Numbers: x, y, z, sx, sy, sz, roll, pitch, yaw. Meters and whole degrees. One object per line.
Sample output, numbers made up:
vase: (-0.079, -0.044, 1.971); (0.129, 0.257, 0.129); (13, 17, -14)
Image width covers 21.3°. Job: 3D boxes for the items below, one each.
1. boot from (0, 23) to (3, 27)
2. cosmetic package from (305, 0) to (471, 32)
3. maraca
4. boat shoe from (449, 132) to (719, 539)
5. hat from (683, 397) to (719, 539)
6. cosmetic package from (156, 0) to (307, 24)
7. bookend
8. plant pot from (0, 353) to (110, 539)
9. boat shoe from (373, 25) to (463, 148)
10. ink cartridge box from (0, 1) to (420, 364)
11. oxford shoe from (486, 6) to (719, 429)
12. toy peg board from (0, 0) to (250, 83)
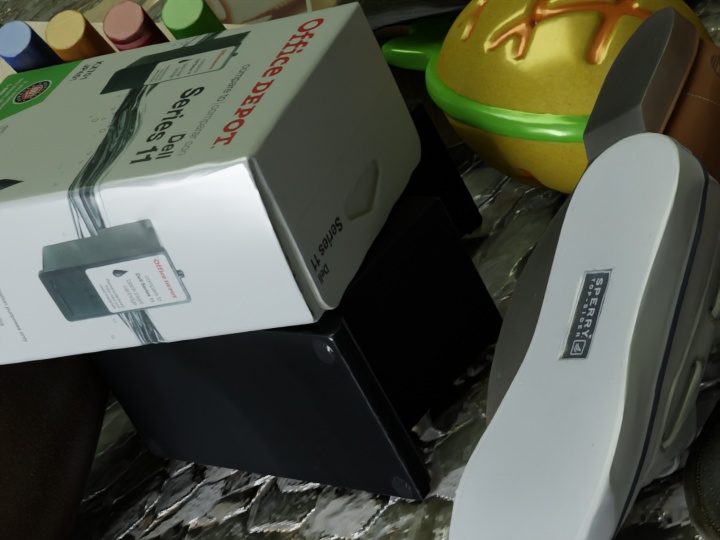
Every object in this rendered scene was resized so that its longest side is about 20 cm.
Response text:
boot: (-0.272, -0.126, 1.470); (0.073, 0.154, 0.203); (-45, 24, -16)
cosmetic package: (0.027, -0.173, 1.028); (0.105, 0.071, 0.200); (-7, -1, -8)
maraca: (0.093, -0.100, 0.924); (0.137, 0.107, 0.200); (-13, 25, -22)
boat shoe: (0.094, 0.050, 0.713); (0.072, 0.066, 0.200); (-5, 61, 48)
hat: (0.179, 0.010, 0.640); (0.200, 0.081, 0.201); (-31, 25, 16)
cosmetic package: (-0.023, -0.167, 1.208); (0.200, 0.087, 0.103); (-33, 4, -3)
bookend: (0.000, 0.000, 0.911); (0.199, 0.092, 0.200); (1, 39, 48)
plant pot: (-0.202, 0.066, 0.947); (0.187, 0.187, 0.200); (-16, 35, 43)
boat shoe: (0.028, -0.104, 1.090); (0.066, 0.074, 0.200); (-16, 10, -36)
ink cartridge box: (-0.092, -0.037, 0.851); (0.200, 0.083, 0.147); (-8, 30, 26)
oxford shoe: (0.115, -0.008, 0.794); (0.200, 0.071, 0.071); (-63, 16, -12)
toy peg board: (-0.152, -0.067, 1.070); (0.199, 0.098, 0.200); (4, 68, 22)
